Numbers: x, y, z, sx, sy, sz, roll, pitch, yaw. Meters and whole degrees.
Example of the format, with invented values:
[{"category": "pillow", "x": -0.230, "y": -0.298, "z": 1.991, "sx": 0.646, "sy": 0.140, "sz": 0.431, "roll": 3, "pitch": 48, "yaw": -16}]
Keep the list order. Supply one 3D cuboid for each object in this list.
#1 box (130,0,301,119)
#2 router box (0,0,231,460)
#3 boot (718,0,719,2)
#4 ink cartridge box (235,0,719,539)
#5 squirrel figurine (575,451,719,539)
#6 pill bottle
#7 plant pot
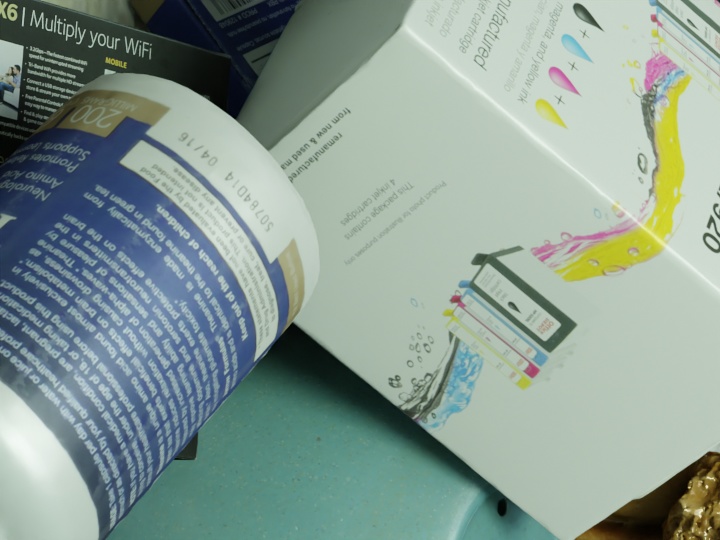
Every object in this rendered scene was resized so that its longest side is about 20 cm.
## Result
[{"category": "box", "x": 0.006, "y": -0.057, "z": 1.135, "sx": 0.200, "sy": 0.032, "sz": 0.121, "roll": 52, "pitch": 43, "yaw": 8}, {"category": "router box", "x": -0.141, "y": -0.020, "z": 0.990, "sx": 0.199, "sy": 0.052, "sz": 0.158, "roll": 14, "pitch": 78, "yaw": -43}, {"category": "boot", "x": 0.175, "y": -0.139, "z": 1.404, "sx": 0.174, "sy": 0.069, "sz": 0.201, "roll": -43, "pitch": 122, "yaw": -42}, {"category": "ink cartridge box", "x": 0.067, "y": -0.033, "z": 1.030, "sx": 0.200, "sy": 0.145, "sz": 0.148, "roll": 39, "pitch": 42, "yaw": -14}, {"category": "squirrel figurine", "x": 0.137, "y": 0.099, "z": 1.235, "sx": 0.141, "sy": 0.199, "sz": 0.188, "roll": -36, "pitch": 143, "yaw": -38}, {"category": "pill bottle", "x": -0.111, "y": 0.035, "z": 0.903, "sx": 0.200, "sy": 0.111, "sz": 0.111, "roll": -49, "pitch": 128, "yaw": -32}, {"category": "plant pot", "x": 0.005, "y": 0.122, "z": 1.106, "sx": 0.200, "sy": 0.134, "sz": 0.202, "roll": -4, "pitch": 94, "yaw": -53}]
